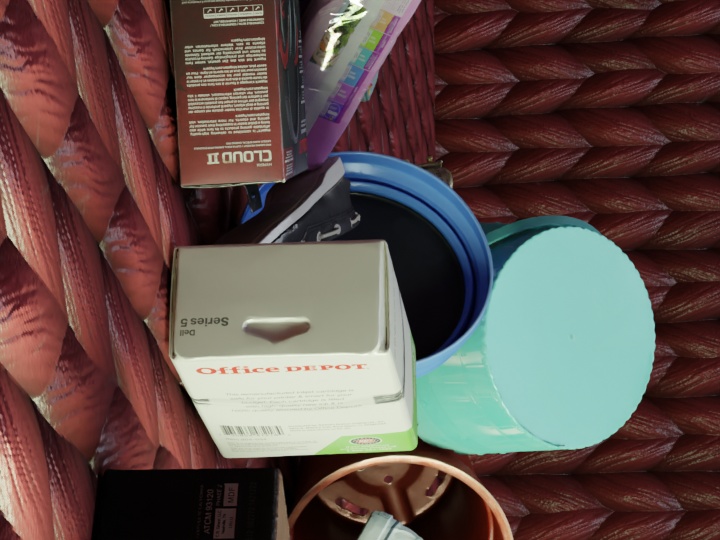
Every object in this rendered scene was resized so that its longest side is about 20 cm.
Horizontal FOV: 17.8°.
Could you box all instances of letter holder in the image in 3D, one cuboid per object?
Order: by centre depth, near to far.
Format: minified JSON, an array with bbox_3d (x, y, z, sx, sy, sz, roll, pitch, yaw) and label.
[{"bbox_3d":[-0.090,0.231,1.263,0.143,0.100,0.201,83,8,-54],"label":"letter holder"}]

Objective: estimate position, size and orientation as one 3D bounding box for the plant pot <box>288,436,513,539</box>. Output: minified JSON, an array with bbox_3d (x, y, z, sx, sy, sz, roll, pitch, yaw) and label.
[{"bbox_3d":[0.025,0.204,1.989,0.196,0.199,0.202,-97,-178,-67],"label":"plant pot"}]

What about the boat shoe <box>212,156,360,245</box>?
[{"bbox_3d":[-0.053,-0.021,1.656,0.061,0.073,0.200,65,24,-13],"label":"boat shoe"}]

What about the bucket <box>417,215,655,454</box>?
[{"bbox_3d":[0.131,0.053,1.865,0.134,0.206,0.209,-4,-92,55],"label":"bucket"}]

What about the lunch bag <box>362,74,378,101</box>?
[{"bbox_3d":[-0.026,-0.271,2.134,0.161,0.076,0.202,74,15,-60],"label":"lunch bag"}]

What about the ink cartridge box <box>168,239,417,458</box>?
[{"bbox_3d":[-0.041,0.056,1.559,0.200,0.144,0.085,75,14,-66],"label":"ink cartridge box"}]

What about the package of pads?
[{"bbox_3d":[-0.021,-0.187,1.695,0.201,0.075,0.121,-59,-152,22],"label":"package of pads"}]

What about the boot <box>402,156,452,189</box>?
[{"bbox_3d":[-0.001,-0.075,1.900,0.201,0.154,0.073,83,0,-50],"label":"boot"}]

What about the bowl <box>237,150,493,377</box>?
[{"bbox_3d":[0.000,0.000,1.752,0.039,0.199,0.202,105,-11,-54],"label":"bowl"}]

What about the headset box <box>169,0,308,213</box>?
[{"bbox_3d":[-0.082,-0.141,1.572,0.149,0.074,0.202,-44,132,-83],"label":"headset box"}]

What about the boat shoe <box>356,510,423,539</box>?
[{"bbox_3d":[-0.006,0.287,1.824,0.201,0.066,0.074,-61,170,-18],"label":"boat shoe"}]
